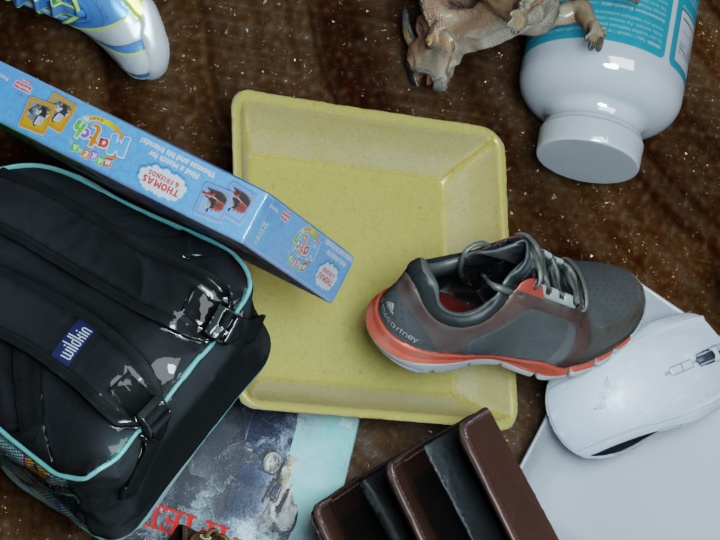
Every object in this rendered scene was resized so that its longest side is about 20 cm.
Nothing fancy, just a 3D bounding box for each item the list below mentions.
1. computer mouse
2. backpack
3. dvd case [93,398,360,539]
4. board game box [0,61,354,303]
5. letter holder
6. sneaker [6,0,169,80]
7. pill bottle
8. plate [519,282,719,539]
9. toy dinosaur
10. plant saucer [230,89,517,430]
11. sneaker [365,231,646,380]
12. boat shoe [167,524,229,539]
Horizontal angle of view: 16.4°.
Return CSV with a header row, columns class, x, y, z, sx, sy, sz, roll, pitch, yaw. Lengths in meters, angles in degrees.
class,x,y,z,sx,sy,sz,roll,pitch,yaw
computer mouse,0.211,0.065,1.614,0.199,0.044,0.110,-23,85,-27
backpack,-0.170,0.043,1.427,0.199,0.154,0.176,30,68,16
dvd case,-0.088,0.161,1.510,0.145,0.022,0.201,21,69,-16
board game box,-0.115,-0.052,1.442,0.199,0.151,0.037,26,86,23
letter holder,0.068,0.200,1.479,0.100,0.142,0.201,-29,87,14
sneaker,-0.206,-0.184,1.540,0.105,0.076,0.200,-33,82,-15
pill bottle,0.167,-0.163,1.658,0.110,0.111,0.201,19,68,-17
plate,0.202,0.132,1.632,0.199,0.032,0.200,32,65,-11
toy dinosaur,0.106,-0.203,1.597,0.200,0.135,0.086,-50,137,-8
plant saucer,0.000,0.000,1.568,0.199,0.048,0.201,7,73,-28
sneaker,0.104,0.016,1.536,0.199,0.082,0.077,-7,55,-32
boat shoe,-0.101,0.182,1.446,0.199,0.070,0.071,-3,80,-23
